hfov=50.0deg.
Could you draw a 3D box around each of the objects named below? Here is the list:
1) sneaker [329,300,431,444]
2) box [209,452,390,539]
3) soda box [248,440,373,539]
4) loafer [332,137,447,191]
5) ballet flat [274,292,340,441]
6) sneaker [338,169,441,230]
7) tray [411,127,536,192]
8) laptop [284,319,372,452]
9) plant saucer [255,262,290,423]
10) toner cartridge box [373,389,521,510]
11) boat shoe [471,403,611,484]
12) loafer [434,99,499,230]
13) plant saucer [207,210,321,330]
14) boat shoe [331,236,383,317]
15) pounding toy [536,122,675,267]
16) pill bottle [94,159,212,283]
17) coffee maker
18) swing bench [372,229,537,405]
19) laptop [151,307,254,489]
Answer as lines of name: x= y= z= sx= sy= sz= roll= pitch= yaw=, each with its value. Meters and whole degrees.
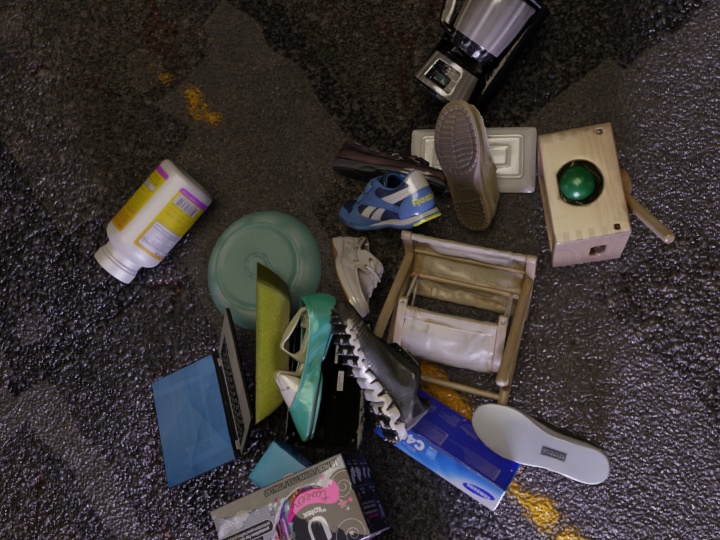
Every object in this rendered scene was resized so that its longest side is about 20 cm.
sneaker: x=0.031 y=0.121 z=1.018 sx=0.090 sy=0.066 sz=0.201 roll=-29 pitch=96 yaw=-21
box: x=-0.078 y=0.339 z=1.048 sx=0.199 sy=0.132 sz=0.115 roll=-26 pitch=73 yaw=7
soda box: x=-0.064 y=0.340 z=1.148 sx=0.199 sy=0.064 sz=0.068 roll=35 pitch=88 yaw=17
loafer: x=0.048 y=-0.171 z=1.212 sx=0.199 sy=0.072 sz=0.063 roll=13 pitch=79 yaw=28
ballet flat: x=-0.080 y=0.126 z=1.049 sx=0.070 sy=0.067 sz=0.202 roll=13 pitch=81 yaw=-12
sneaker: x=0.037 y=-0.108 z=1.171 sx=0.199 sy=0.074 sz=0.083 roll=-1 pitch=112 yaw=48
tray: x=0.176 y=-0.177 z=1.220 sx=0.198 sy=0.022 sz=0.108 roll=1 pitch=80 yaw=13
laptop: x=-0.052 y=0.167 z=1.130 sx=0.199 sy=0.103 sz=0.179 roll=-2 pitch=78 yaw=31
plant saucer: x=-0.130 y=0.098 z=1.132 sx=0.047 sy=0.200 sz=0.202 roll=1 pitch=97 yaw=-8
toner cartridge box: x=0.127 y=0.248 z=1.104 sx=0.199 sy=0.095 sz=0.043 roll=31 pitch=122 yaw=17
boat shoe: x=0.254 y=0.239 z=1.094 sx=0.199 sy=0.066 sz=0.070 roll=17 pitch=95 yaw=11
loafer: x=0.163 y=-0.161 z=1.158 sx=0.075 sy=0.068 sz=0.201 roll=4 pitch=120 yaw=32
plant saucer: x=-0.163 y=-0.004 z=1.256 sx=0.198 sy=0.036 sz=0.202 roll=-3 pitch=78 yaw=12
boat shoe: x=0.000 y=0.000 z=1.154 sx=0.069 sy=0.071 sz=0.200 roll=-15 pitch=33 yaw=1
pounding toy: x=0.330 y=-0.096 z=1.074 sx=0.141 sy=0.200 sz=0.186 roll=-9 pitch=77 yaw=11
pill bottle: x=-0.345 y=-0.078 z=1.277 sx=0.104 sy=0.104 sz=0.200 roll=42 pitch=90 yaw=17
coffee maker: x=0.193 y=-0.336 z=1.186 sx=0.201 sy=0.191 sz=0.135 roll=-56 pitch=51 yaw=19
swing bench: x=0.137 y=0.066 z=1.123 sx=0.198 sy=0.130 sz=0.201 roll=13 pitch=69 yaw=16
laptop: x=-0.244 y=0.195 z=1.171 sx=0.115 sy=0.201 sz=0.188 roll=-6 pitch=55 yaw=-21
